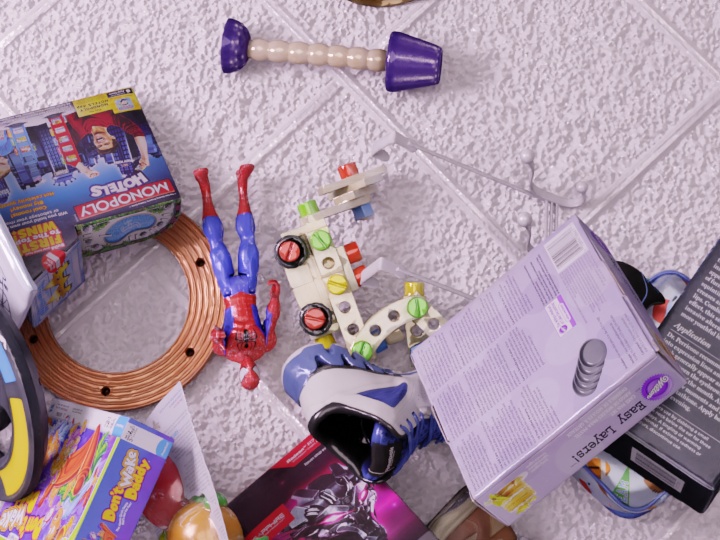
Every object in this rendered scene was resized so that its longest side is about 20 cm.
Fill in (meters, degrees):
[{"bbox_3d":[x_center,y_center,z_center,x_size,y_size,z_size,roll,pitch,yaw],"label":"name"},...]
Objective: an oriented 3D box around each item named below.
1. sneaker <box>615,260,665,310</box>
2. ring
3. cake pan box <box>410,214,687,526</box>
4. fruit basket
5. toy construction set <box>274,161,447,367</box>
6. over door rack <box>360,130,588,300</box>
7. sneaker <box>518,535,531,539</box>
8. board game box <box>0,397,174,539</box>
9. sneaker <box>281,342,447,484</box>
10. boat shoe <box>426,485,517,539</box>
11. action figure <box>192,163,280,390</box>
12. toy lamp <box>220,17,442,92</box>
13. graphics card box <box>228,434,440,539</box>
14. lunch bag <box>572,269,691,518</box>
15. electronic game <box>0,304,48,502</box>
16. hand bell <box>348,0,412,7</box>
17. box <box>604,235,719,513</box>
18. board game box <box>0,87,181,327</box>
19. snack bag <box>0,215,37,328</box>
[{"bbox_3d":[0.180,0.086,1.481,0.078,0.070,0.200,27,95,-16],"label":"sneaker"},{"bbox_3d":[-0.218,0.029,1.607,0.200,0.019,0.201,-1,76,3],"label":"ring"},{"bbox_3d":[0.140,0.072,1.395,0.184,0.052,0.200,-40,35,12],"label":"cake pan box"},{"bbox_3d":[-0.138,0.210,1.486,0.094,0.185,0.200,-7,71,-24],"label":"fruit basket"},{"bbox_3d":[0.000,0.000,1.564,0.131,0.092,0.200,-20,76,0],"label":"toy construction set"},{"bbox_3d":[0.106,-0.037,1.537,0.200,0.067,0.148,14,57,-13],"label":"over door rack"},{"bbox_3d":[0.153,0.327,1.493,0.080,0.070,0.201,10,77,2],"label":"sneaker"},{"bbox_3d":[-0.235,0.183,1.483,0.045,0.200,0.135,29,78,-25],"label":"board game box"},{"bbox_3d":[0.034,0.132,1.495,0.199,0.081,0.115,9,34,-17],"label":"sneaker"},{"bbox_3d":[0.053,0.273,1.508,0.074,0.076,0.200,43,83,8],"label":"boat shoe"},{"bbox_3d":[-0.106,0.003,1.553,0.065,0.099,0.200,-7,82,-10],"label":"action figure"},{"bbox_3d":[-0.025,-0.197,1.632,0.200,0.058,0.058,8,77,6],"label":"toy lamp"},{"bbox_3d":[-0.017,0.226,1.484,0.125,0.051,0.200,-39,45,-6],"label":"graphics card box"},{"bbox_3d":[0.249,0.101,1.539,0.200,0.076,0.160,-44,76,-6],"label":"lunch bag"},{"bbox_3d":[-0.324,0.101,1.515,0.042,0.200,0.200,-19,74,-34],"label":"electronic game"},{"bbox_3d":[0.015,-0.358,1.661,0.104,0.104,0.200,-7,65,1],"label":"hand bell"},{"bbox_3d":[0.288,0.077,1.426,0.107,0.148,0.200,34,81,14],"label":"box"},{"bbox_3d":[-0.266,-0.053,1.569,0.200,0.062,0.200,-16,53,-14],"label":"board game box"},{"bbox_3d":[-0.342,-0.014,1.541,0.021,0.200,0.189,-21,75,-31],"label":"snack bag"}]
